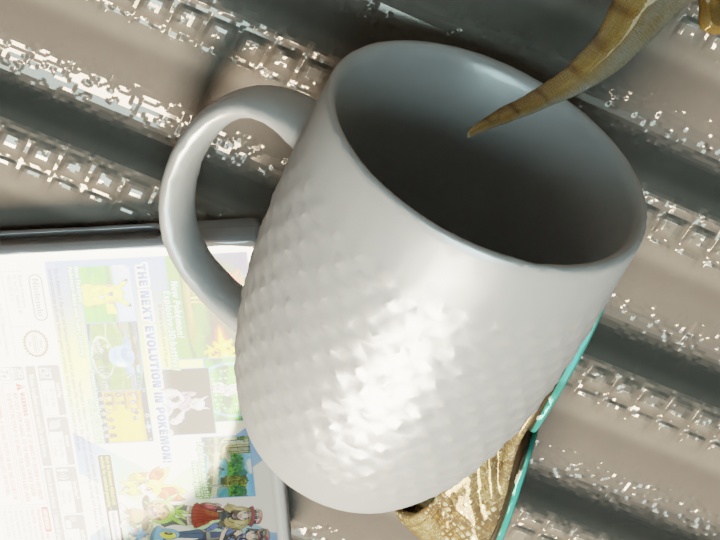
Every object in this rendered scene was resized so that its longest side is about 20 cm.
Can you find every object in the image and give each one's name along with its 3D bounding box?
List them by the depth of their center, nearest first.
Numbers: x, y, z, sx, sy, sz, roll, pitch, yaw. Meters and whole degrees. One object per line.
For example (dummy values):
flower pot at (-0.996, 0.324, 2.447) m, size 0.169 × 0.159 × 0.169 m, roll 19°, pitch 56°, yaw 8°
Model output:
toy dinosaur at (0.132, -0.128, 0.923) m, size 0.106 × 0.060 × 0.201 m, roll 25°, pitch 101°, yaw -12°
mug at (0.000, 0.000, 0.963) m, size 0.199 × 0.148 × 0.176 m, roll 34°, pitch 125°, yaw 9°
ballet flat at (0.063, 0.061, 1.058) m, size 0.065 × 0.071 × 0.201 m, roll 21°, pitch 121°, yaw 2°
video game case at (-0.131, 0.065, 1.084) m, size 0.181 × 0.022 × 0.201 m, roll -3°, pitch 125°, yaw 1°
